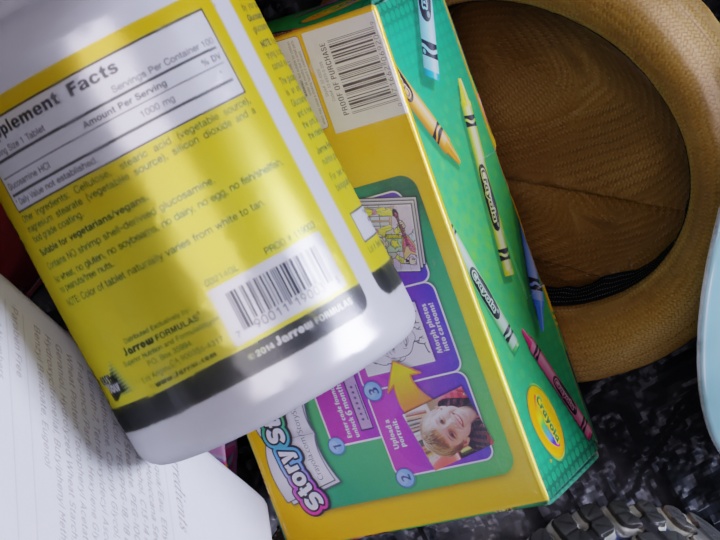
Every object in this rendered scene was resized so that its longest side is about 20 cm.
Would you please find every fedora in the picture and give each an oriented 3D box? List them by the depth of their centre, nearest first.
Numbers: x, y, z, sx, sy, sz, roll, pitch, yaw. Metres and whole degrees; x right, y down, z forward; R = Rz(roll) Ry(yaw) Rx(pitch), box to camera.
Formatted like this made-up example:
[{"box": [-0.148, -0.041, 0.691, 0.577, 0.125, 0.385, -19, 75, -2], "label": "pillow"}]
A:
[{"box": [0.074, -0.055, 0.954, 0.200, 0.082, 0.201, 10, 113, 24], "label": "fedora"}]

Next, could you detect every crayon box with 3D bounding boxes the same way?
[{"box": [0.000, 0.000, 0.927, 0.119, 0.058, 0.200, -14, 101, 31], "label": "crayon box"}]

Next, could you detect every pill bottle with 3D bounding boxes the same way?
[{"box": [-0.073, -0.043, 0.849, 0.112, 0.112, 0.200, -28, 93, -1], "label": "pill bottle"}]

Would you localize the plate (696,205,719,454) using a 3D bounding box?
[{"box": [0.190, -0.012, 0.930, 0.026, 0.200, 0.201, 18, 92, 34], "label": "plate"}]

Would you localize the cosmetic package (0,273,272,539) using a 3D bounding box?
[{"box": [-0.142, 0.132, 0.857, 0.165, 0.165, 0.200, -29, 133, 18], "label": "cosmetic package"}]

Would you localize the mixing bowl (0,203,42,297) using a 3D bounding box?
[{"box": [-0.208, -0.057, 0.949, 0.200, 0.108, 0.201, 0, 91, -2], "label": "mixing bowl"}]

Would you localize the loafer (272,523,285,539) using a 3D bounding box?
[{"box": [-0.078, 0.168, 0.984, 0.200, 0.073, 0.071, -37, 88, -10], "label": "loafer"}]

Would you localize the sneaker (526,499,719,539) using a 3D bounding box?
[{"box": [0.073, 0.164, 0.988, 0.200, 0.089, 0.079, -22, 50, -16], "label": "sneaker"}]

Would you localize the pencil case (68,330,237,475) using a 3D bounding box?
[{"box": [-0.148, 0.067, 0.968, 0.200, 0.087, 0.088, -12, 92, -1], "label": "pencil case"}]
